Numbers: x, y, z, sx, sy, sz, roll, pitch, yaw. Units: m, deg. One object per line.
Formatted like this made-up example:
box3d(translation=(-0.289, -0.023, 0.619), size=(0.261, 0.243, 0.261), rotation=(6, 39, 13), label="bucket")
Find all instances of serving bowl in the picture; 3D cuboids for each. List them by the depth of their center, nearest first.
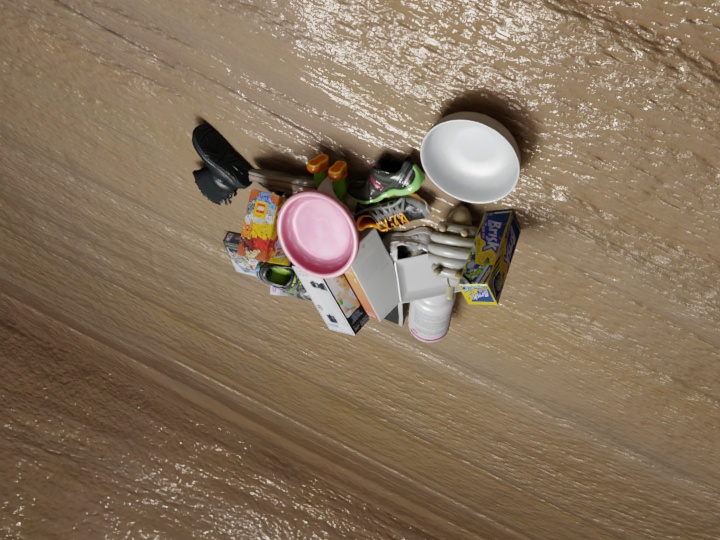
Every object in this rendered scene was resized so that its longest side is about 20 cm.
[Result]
box3d(translation=(0.215, -0.224, 1.257), size=(0.195, 0.067, 0.203), rotation=(18, 145, 13), label="serving bowl")

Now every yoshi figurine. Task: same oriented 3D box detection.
box3d(translation=(-0.080, -0.146, 1.480), size=(0.108, 0.114, 0.204), rotation=(-8, 133, -10), label="yoshi figurine")

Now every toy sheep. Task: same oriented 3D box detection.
box3d(translation=(0.204, -0.038, 1.430), size=(0.133, 0.207, 0.138), rotation=(11, -170, -2), label="toy sheep")

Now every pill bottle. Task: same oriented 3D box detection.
box3d(translation=(0.179, 0.081, 1.644), size=(0.110, 0.115, 0.203), rotation=(18, 146, 12), label="pill bottle")

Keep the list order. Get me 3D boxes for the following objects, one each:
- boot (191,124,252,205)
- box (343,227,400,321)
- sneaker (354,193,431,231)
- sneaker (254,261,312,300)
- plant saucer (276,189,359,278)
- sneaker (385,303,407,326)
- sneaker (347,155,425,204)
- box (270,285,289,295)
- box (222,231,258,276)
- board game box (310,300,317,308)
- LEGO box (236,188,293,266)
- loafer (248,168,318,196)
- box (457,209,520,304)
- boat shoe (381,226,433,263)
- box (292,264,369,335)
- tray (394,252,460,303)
box3d(translation=(-0.366, -0.253, 1.627), size=(0.198, 0.075, 0.160), rotation=(45, 146, -25), label="boot")
box3d(translation=(0.000, 0.000, 1.604), size=(0.151, 0.106, 0.203), rotation=(15, 140, 53), label="box")
box3d(translation=(0.069, -0.125, 1.474), size=(0.195, 0.079, 0.078), rotation=(0, 147, 36), label="sneaker")
box3d(translation=(-0.167, 0.030, 1.633), size=(0.195, 0.073, 0.082), rotation=(20, -178, -23), label="sneaker")
box3d(translation=(-0.088, -0.084, 1.446), size=(0.195, 0.051, 0.206), rotation=(11, 120, 20), label="plant saucer")
box3d(translation=(0.074, 0.078, 1.752), size=(0.096, 0.072, 0.202), rotation=(13, 148, 11), label="sneaker")
box3d(translation=(0.050, -0.200, 1.415), size=(0.196, 0.077, 0.085), rotation=(-10, 115, 39), label="sneaker")
box3d(translation=(-0.201, -0.040, 1.692), size=(0.038, 0.207, 0.041), rotation=(3, 179, 39), label="box")
box3d(translation=(-0.286, -0.033, 1.887), size=(0.194, 0.038, 0.139), rotation=(13, 144, 21), label="box")
box3d(translation=(-0.084, 0.012, 1.751), size=(0.156, 0.098, 0.201), rotation=(-8, 133, 41), label="board game box")
box3d(translation=(-0.202, -0.097, 1.563), size=(0.075, 0.154, 0.199), rotation=(14, -178, 16), label="LEGO box")
box3d(translation=(-0.178, -0.195, 1.552), size=(0.194, 0.072, 0.065), rotation=(11, 110, 18), label="loafer")
box3d(translation=(0.268, -0.029, 1.356), size=(0.068, 0.203, 0.065), rotation=(-2, 139, 36), label="box")
box3d(translation=(0.095, -0.047, 1.573), size=(0.071, 0.070, 0.197), rotation=(43, 143, -24), label="boat shoe")
box3d(translation=(-0.072, 0.054, 1.594), size=(0.115, 0.060, 0.203), rotation=(8, 133, 52), label="box")
box3d(translation=(0.178, 0.004, 1.523), size=(0.193, 0.022, 0.111), rotation=(-12, 112, -2), label="tray")
